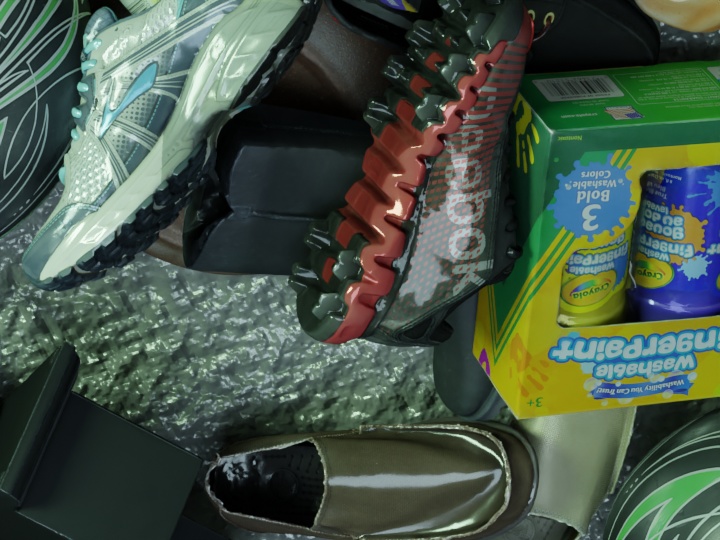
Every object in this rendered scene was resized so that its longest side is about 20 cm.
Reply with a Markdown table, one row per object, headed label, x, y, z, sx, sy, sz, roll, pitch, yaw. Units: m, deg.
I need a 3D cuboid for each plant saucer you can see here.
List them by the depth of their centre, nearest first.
| label | x | y | z | sx | sy | sz | roll | pitch | yaw |
| --- | --- | --- | --- | --- | --- | --- | --- | --- | --- |
| plant saucer | -0.070 | -0.076 | 1.538 | 0.199 | 0.037 | 0.201 | 1 | 121 | 1 |

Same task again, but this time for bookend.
| label | x | y | z | sx | sy | sz | roll | pitch | yaw |
| --- | --- | --- | --- | --- | --- | --- | --- | --- | --- |
| bookend | -0.125 | 0.151 | 1.588 | 0.198 | 0.092 | 0.200 | 28 | 152 | -12 |

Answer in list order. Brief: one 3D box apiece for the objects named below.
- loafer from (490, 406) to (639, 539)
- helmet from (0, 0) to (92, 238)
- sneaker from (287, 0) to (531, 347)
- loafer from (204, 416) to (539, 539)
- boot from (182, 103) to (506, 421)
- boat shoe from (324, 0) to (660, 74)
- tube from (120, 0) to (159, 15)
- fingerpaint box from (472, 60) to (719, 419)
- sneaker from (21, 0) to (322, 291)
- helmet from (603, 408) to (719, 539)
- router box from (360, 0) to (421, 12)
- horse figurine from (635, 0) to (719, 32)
| label | x | y | z | sx | sy | sz | roll | pitch | yaw |
| --- | --- | --- | --- | --- | --- | --- | --- | --- | --- |
| loafer | 0.110 | 0.113 | 1.624 | 0.075 | 0.068 | 0.201 | 15 | 120 | -7 |
| helmet | -0.229 | -0.094 | 1.455 | 0.190 | 0.200 | 0.200 | -18 | 120 | 32 |
| sneaker | 0.045 | -0.046 | 1.442 | 0.097 | 0.071 | 0.201 | 19 | 105 | -24 |
| loafer | 0.001 | 0.122 | 1.601 | 0.199 | 0.071 | 0.074 | -7 | 87 | 22 |
| boot | 0.000 | -0.001 | 1.524 | 0.199 | 0.066 | 0.166 | 4 | 115 | -28 |
| boat shoe | 0.066 | -0.130 | 1.477 | 0.200 | 0.063 | 0.074 | 19 | 123 | -21 |
| tube | -0.133 | -0.191 | 1.450 | 0.058 | 0.052 | 0.200 | -42 | 98 | -4 |
| fingerpaint box | 0.169 | -0.019 | 1.501 | 0.199 | 0.073 | 0.168 | -5 | 120 | -18 |
| sneaker | -0.108 | -0.080 | 1.418 | 0.086 | 0.078 | 0.200 | 39 | 93 | 9 |
| helmet | 0.226 | 0.163 | 1.570 | 0.199 | 0.200 | 0.192 | -2 | 90 | 3 |
| router box | -0.028 | -0.236 | 1.355 | 0.156 | 0.052 | 0.201 | 13 | 89 | 12 |
| horse figurine | 0.159 | -0.175 | 1.457 | 0.200 | 0.050 | 0.132 | 34 | 129 | -24 |
